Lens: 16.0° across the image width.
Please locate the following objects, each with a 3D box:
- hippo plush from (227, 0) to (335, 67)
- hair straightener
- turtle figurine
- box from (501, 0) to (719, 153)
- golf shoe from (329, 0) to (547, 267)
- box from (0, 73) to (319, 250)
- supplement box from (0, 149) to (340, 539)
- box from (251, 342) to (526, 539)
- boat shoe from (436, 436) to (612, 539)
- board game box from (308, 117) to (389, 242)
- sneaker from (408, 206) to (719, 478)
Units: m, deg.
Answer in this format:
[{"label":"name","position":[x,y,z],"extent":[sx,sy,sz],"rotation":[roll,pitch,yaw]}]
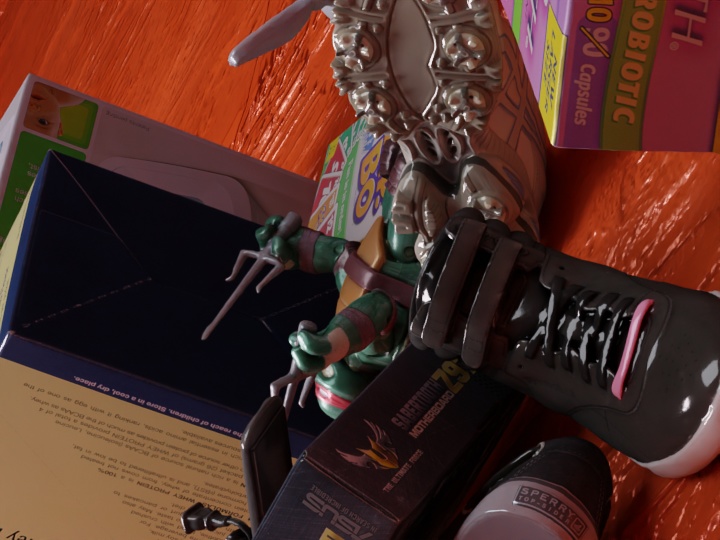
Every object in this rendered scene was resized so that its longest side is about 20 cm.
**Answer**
[{"label":"hippo plush","position":[0.025,-0.187,1.384],"extent":[0.161,0.158,0.202],"rotation":[57,-143,-80]},{"label":"hair straightener","position":[-0.046,0.128,1.227],"extent":[0.041,0.077,0.201],"rotation":[-57,-19,-33]},{"label":"turtle figurine","position":[0.000,0.000,1.249],"extent":[0.201,0.100,0.150],"rotation":[-68,24,8]},{"label":"box","position":[0.112,-0.165,0.970],"extent":[0.200,0.096,0.177],"rotation":[-102,15,-62]},{"label":"golf shoe","position":[0.041,-0.090,1.133],"extent":[0.201,0.078,0.098],"rotation":[76,-154,-43]},{"label":"box","position":[-0.141,0.007,1.537],"extent":[0.097,0.199,0.177],"rotation":[131,155,-52]},{"label":"supplement box","position":[-0.118,0.076,1.372],"extent":[0.135,0.199,0.200],"rotation":[-84,19,-44]},{"label":"box","position":[0.001,0.105,1.057],"extent":[0.158,0.051,0.200],"rotation":[-62,-11,30]},{"label":"boat shoe","position":[0.044,0.134,1.011],"extent":[0.066,0.070,0.201],"rotation":[-53,-8,-46]},{"label":"board game box","position":[0.015,-0.051,1.403],"extent":[0.200,0.030,0.096],"rotation":[-31,42,63]},{"label":"sneaker","position":[0.075,0.024,0.961],"extent":[0.071,0.099,0.200],"rotation":[-68,17,-1]}]
